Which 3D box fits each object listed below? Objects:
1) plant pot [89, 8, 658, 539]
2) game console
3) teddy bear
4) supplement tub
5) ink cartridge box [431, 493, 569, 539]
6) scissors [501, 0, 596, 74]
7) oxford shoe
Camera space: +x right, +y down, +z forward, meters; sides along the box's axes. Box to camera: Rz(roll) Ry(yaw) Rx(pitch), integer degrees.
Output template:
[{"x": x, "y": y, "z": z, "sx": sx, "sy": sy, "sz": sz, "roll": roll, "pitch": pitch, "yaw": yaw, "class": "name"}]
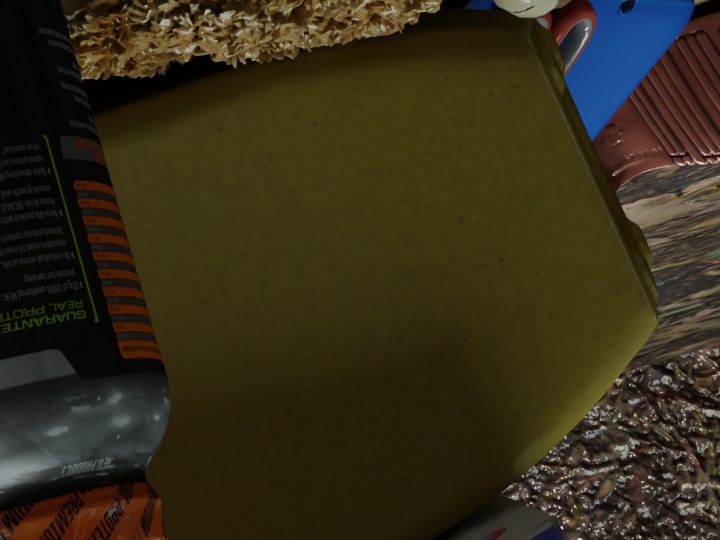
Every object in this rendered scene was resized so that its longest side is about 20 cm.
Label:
[{"x": 0.000, "y": 0.000, "z": 1.075, "sx": 0.200, "sy": 0.196, "sz": 0.194, "roll": -23, "pitch": -174, "yaw": 8, "class": "plant pot"}, {"x": 0.022, "y": -0.082, "z": 1.261, "sx": 0.170, "sy": 0.119, "sz": 0.200, "roll": 15, "pitch": -171, "yaw": 31, "class": "game console"}, {"x": -0.007, "y": -0.096, "z": 0.944, "sx": 0.200, "sy": 0.067, "sz": 0.145, "roll": -16, "pitch": 174, "yaw": -2, "class": "teddy bear"}, {"x": -0.130, "y": 0.000, "z": 0.875, "sx": 0.122, "sy": 0.200, "sz": 0.123, "roll": -16, "pitch": 171, "yaw": -2, "class": "supplement tub"}, {"x": -0.026, "y": 0.144, "z": 1.049, "sx": 0.196, "sy": 0.043, "sz": 0.200, "roll": -32, "pitch": -173, "yaw": -9, "class": "ink cartridge box"}, {"x": 0.026, "y": -0.034, "z": 1.191, "sx": 0.200, "sy": 0.014, "sz": 0.073, "roll": -53, "pitch": 157, "yaw": 12, "class": "scissors"}, {"x": 0.147, "y": -0.086, "z": 1.382, "sx": 0.200, "sy": 0.071, "sz": 0.074, "roll": -22, "pitch": -165, "yaw": 29, "class": "oxford shoe"}]
